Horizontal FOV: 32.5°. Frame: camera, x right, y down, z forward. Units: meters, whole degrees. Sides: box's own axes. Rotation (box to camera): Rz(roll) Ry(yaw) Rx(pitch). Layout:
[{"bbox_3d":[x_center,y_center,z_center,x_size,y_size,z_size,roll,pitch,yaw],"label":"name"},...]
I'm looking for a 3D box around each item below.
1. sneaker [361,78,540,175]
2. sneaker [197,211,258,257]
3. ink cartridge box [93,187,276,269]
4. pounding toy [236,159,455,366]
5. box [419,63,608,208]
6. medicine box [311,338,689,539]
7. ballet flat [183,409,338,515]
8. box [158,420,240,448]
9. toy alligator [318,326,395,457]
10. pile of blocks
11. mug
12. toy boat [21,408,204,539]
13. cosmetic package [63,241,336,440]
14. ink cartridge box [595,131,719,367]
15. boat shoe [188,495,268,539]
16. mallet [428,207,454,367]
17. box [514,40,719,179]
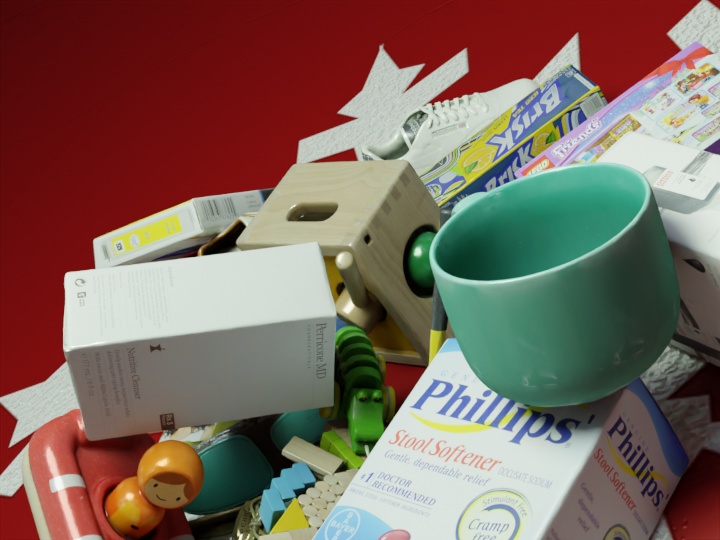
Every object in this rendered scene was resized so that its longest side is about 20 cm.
[{"bbox_3d":[0.097,-0.141,1.265,0.198,0.081,0.077,-34,30,4],"label":"sneaker"},{"bbox_3d":[-0.074,-0.034,1.266,0.197,0.085,0.074,-25,72,0],"label":"sneaker"},{"bbox_3d":[-0.197,-0.042,1.370,0.197,0.048,0.197,-15,1,29],"label":"ink cartridge box"},{"bbox_3d":[0.000,0.000,1.084,0.198,0.185,0.143,3,50,46],"label":"pounding toy"},{"bbox_3d":[0.148,-0.106,1.184,0.199,0.065,0.070,-36,32,3],"label":"box"},{"bbox_3d":[0.096,0.163,0.861,0.181,0.103,0.201,6,53,48],"label":"medicine box"},{"bbox_3d":[-0.079,0.153,1.100,0.199,0.072,0.072,-32,32,10],"label":"ballet flat"},{"bbox_3d":[-0.121,0.100,1.208,0.074,0.050,0.202,-12,40,35],"label":"box"},{"bbox_3d":[0.001,0.101,0.991,0.058,0.055,0.201,5,31,-15],"label":"toy alligator"},{"bbox_3d":[-0.035,0.183,0.957,0.081,0.063,0.200,25,31,18],"label":"pile of blocks"},{"bbox_3d":[0.134,0.009,0.822,0.150,0.116,0.186,-15,24,17],"label":"mug"},{"bbox_3d":[-0.170,0.182,0.958,0.131,0.130,0.202,-43,58,26],"label":"toy boat"},{"bbox_3d":[-0.119,0.054,0.943,0.196,0.114,0.082,-7,47,-7],"label":"cosmetic package"},{"bbox_3d":[0.255,-0.004,0.869,0.085,0.146,0.199,-42,32,-10],"label":"ink cartridge box"},{"bbox_3d":[-0.112,0.227,1.025,0.198,0.063,0.074,-19,37,29],"label":"boat shoe"},{"bbox_3d":[0.064,0.052,0.974,0.040,0.204,0.066,10,7,21],"label":"mallet"},{"bbox_3d":[0.240,-0.099,1.036,0.199,0.039,0.137,-36,33,5],"label":"box"}]
